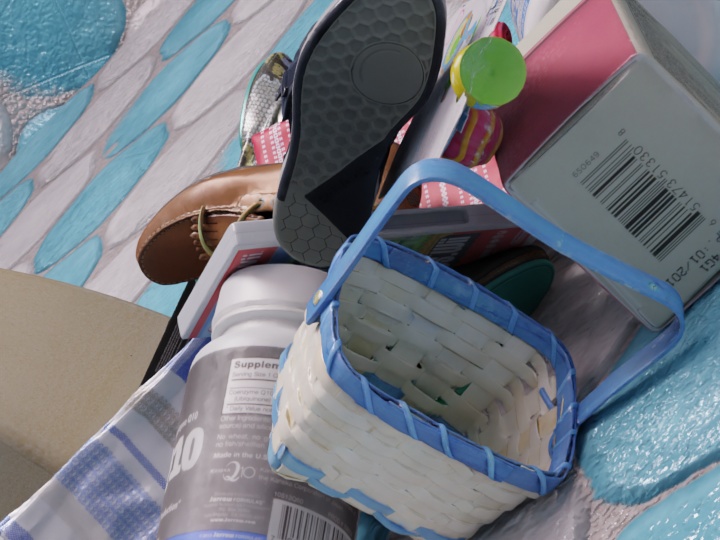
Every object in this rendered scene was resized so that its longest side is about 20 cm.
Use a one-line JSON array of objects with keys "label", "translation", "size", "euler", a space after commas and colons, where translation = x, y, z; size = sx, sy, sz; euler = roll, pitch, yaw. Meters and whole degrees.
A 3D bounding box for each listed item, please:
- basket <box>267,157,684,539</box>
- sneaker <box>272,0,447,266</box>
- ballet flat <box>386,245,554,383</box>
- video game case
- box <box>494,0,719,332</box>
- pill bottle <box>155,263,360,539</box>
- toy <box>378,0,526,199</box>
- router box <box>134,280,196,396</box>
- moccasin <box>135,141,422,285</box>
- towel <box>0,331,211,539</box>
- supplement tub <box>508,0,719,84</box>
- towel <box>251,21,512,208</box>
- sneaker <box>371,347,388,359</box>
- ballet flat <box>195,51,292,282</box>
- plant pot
[{"label": "basket", "translation": [0.049, 0.042, 1.425], "size": [0.200, 0.176, 0.139], "euler": [-45, 24, 36]}, {"label": "sneaker", "translation": [0.002, -0.122, 1.512], "size": [0.147, 0.077, 0.203], "euler": [-77, 8, -49]}, {"label": "ballet flat", "translation": [0.031, 0.050, 1.626], "size": [0.068, 0.068, 0.200], "euler": [37, 81, 34]}, {"label": "video game case", "translation": [0.000, 0.000, 1.632], "size": [0.143, 0.199, 0.018], "euler": [125, 137, -61]}, {"label": "box", "translation": [0.151, -0.072, 1.525], "size": [0.109, 0.128, 0.200], "euler": [-44, 15, 12]}, {"label": "pill bottle", "translation": [-0.051, 0.105, 1.538], "size": [0.114, 0.113, 0.201], "euler": [-29, 43, 47]}, {"label": "toy", "translation": [0.061, -0.093, 1.471], "size": [0.200, 0.047, 0.116], "euler": [143, 150, -83]}, {"label": "router box", "translation": [-0.115, 0.097, 1.814], "size": [0.200, 0.052, 0.158], "euler": [-69, -6, -56]}, {"label": "moccasin", "translation": [-0.054, -0.021, 1.689], "size": [0.200, 0.074, 0.078], "euler": [-9, 52, 23]}, {"label": "towel", "translation": [-0.117, 0.149, 1.667], "size": [0.200, 0.147, 0.024], "euler": [-44, -12, 4]}, {"label": "supplement tub", "translation": [0.163, -0.166, 1.709], "size": [0.132, 0.132, 0.200], "euler": [-44, 12, 10]}, {"label": "towel", "translation": [0.021, -0.064, 1.710], "size": [0.199, 0.022, 0.145], "euler": [-23, 59, 24]}, {"label": "sneaker", "translation": [-0.024, 0.055, 1.754], "size": [0.077, 0.085, 0.200], "euler": [-51, 15, -12]}, {"label": "ballet flat", "translation": [-0.053, -0.064, 1.815], "size": [0.072, 0.072, 0.201], "euler": [-28, 38, 49]}, {"label": "plant pot", "translation": [-0.257, 0.118, 1.961], "size": [0.200, 0.177, 0.200], "euler": [-54, 8, 39]}]
